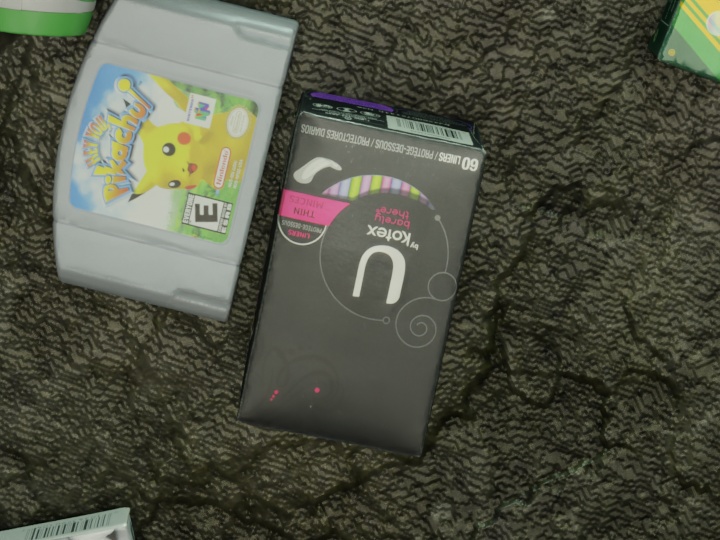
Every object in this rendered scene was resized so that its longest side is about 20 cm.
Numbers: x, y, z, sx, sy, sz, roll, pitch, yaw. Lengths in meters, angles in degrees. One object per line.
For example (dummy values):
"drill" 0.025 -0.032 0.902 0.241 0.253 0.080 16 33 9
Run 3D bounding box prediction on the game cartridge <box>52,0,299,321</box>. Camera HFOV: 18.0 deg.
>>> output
"game cartridge" -0.125 -0.077 1.451 0.132 0.040 0.201 14 102 0

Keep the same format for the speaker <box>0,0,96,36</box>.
"speaker" -0.195 -0.248 1.387 0.088 0.088 0.202 6 102 -2

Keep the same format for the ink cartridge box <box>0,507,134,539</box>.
"ink cartridge box" -0.229 0.273 1.522 0.197 0.043 0.201 -11 103 1

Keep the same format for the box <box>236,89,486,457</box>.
"box" 0.000 0.000 1.432 0.121 0.106 0.201 11 102 -2

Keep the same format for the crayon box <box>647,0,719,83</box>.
"crayon box" 0.297 -0.159 1.428 0.199 0.052 0.127 19 101 -5
